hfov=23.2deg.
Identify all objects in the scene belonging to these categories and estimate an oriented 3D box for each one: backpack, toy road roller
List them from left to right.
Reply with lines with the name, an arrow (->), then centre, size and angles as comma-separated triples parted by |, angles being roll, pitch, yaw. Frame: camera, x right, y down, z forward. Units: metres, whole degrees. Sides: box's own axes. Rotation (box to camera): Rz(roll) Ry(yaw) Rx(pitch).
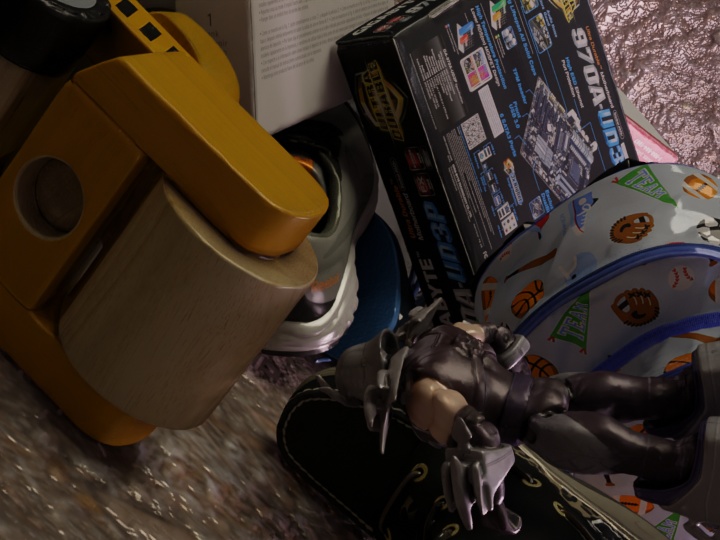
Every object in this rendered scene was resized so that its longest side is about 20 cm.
toy road roller -> -0.092, -0.041, 0.713 | 0.200, 0.123, 0.146 | 45, 24, 14
backpack -> 0.152, 0.048, 0.861 | 0.190, 0.200, 0.154 | 37, 24, -22

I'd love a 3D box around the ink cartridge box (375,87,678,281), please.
ink cartridge box -> 0.081, -0.052, 1.135 | 0.145, 0.200, 0.083 | 28, 23, -45

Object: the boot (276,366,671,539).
boot -> 0.029, 0.115, 0.715 | 0.203, 0.074, 0.154 | 29, 23, 17

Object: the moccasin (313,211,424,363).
moccasin -> 0.000, 0.000, 0.993 | 0.068, 0.080, 0.200 | 49, 11, -33

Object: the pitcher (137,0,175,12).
pitcher -> -0.108, -0.100, 0.962 | 0.200, 0.121, 0.172 | -118, -166, -68

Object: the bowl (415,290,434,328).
bowl -> 0.100, 0.062, 1.050 | 0.201, 0.094, 0.201 | 38, 13, -11

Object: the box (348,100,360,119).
box -> -0.042, -0.151, 1.216 | 0.098, 0.124, 0.200 | 53, 1, -44

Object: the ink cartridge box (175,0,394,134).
ink cartridge box -> -0.032, -0.169, 0.881 | 0.045, 0.177, 0.200 | 5, 15, 19

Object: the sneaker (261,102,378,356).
sneaker -> -0.027, -0.045, 0.918 | 0.074, 0.080, 0.200 | 1, 39, 1

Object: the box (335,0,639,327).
box -> 0.082, -0.063, 0.949 | 0.159, 0.046, 0.201 | -37, 114, -39

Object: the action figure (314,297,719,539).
action figure -> 0.078, 0.061, 0.708 | 0.199, 0.070, 0.130 | 9, 32, 9
